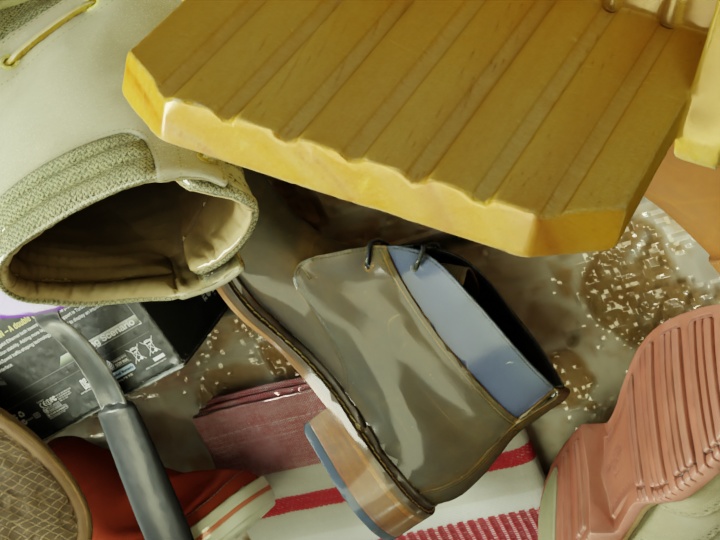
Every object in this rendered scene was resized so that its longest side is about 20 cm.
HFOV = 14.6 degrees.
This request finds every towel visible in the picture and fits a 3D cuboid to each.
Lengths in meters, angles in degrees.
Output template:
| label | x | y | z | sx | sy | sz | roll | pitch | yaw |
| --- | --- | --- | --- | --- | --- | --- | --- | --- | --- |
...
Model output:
| label | x | y | z | sx | sy | sz | roll | pitch | yaw |
| --- | --- | --- | --- | --- | --- | --- | --- | --- | --- |
| towel | 0.028 | 0.127 | 1.220 | 0.144 | 0.023 | 0.201 | -13 | 112 | 27 |

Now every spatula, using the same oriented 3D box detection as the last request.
| label | x | y | z | sx | sy | sz | roll | pitch | yaw |
| --- | --- | --- | --- | --- | --- | --- | --- | --- | --- |
| spatula | -0.106 | 0.044 | 1.121 | 0.056 | 0.021 | 0.200 | -13 | 116 | 26 |

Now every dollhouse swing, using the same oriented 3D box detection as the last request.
| label | x | y | z | sx | sy | sz | roll | pitch | yaw |
| --- | --- | --- | --- | --- | --- | --- | --- | --- | --- |
| dollhouse swing | 0.038 | -0.123 | 0.924 | 0.199 | 0.176 | 0.182 | 19 | 105 | 12 |

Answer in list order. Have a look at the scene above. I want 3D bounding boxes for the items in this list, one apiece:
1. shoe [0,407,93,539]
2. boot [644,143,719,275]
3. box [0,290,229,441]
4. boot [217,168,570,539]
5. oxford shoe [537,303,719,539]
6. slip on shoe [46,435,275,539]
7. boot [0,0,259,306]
| label | x | y | z | sx | sy | sz | roll | pitch | yaw |
| --- | --- | --- | --- | --- | --- | --- | --- | --- | --- |
| shoe | -0.198 | 0.065 | 1.158 | 0.200 | 0.053 | 0.070 | 30 | 91 | -1 |
| boot | 0.137 | -0.028 | 1.068 | 0.199 | 0.077 | 0.156 | -18 | 114 | 21 |
| box | -0.175 | -0.004 | 1.187 | 0.200 | 0.086 | 0.164 | -29 | 104 | 31 |
| boot | 0.000 | 0.000 | 1.137 | 0.097 | 0.075 | 0.200 | -32 | 89 | 14 |
| oxford shoe | 0.137 | 0.069 | 1.098 | 0.074 | 0.071 | 0.200 | 10 | 153 | -17 |
| slip on shoe | -0.121 | 0.104 | 1.225 | 0.200 | 0.074 | 0.061 | -7 | 110 | 41 |
| boot | -0.053 | -0.065 | 1.029 | 0.199 | 0.155 | 0.072 | -18 | 131 | -7 |
